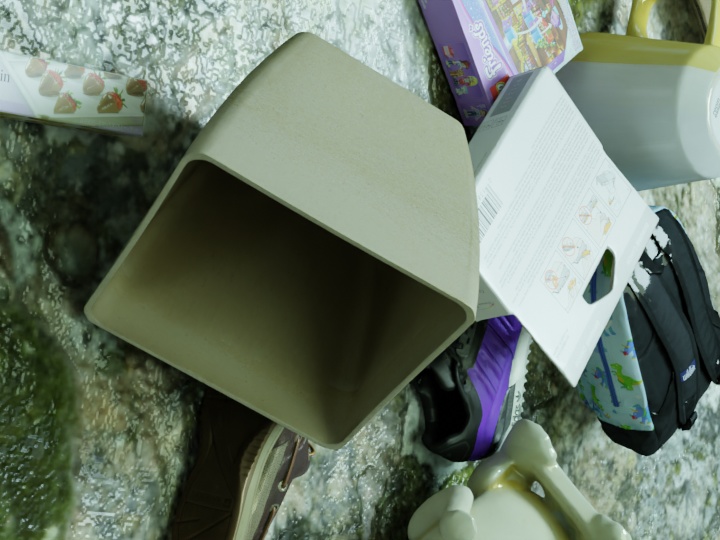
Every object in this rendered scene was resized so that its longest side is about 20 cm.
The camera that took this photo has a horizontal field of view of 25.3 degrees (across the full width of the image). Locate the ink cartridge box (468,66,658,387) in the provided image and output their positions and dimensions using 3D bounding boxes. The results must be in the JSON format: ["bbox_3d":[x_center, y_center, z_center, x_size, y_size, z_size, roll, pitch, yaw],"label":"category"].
[{"bbox_3d":[0.144,-0.034,1.283,0.176,0.045,0.200,50,52,-23],"label":"ink cartridge box"}]

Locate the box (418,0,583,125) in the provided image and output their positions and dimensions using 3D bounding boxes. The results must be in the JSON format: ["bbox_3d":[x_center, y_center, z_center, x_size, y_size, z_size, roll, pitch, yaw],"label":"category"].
[{"bbox_3d":[0.106,-0.239,1.322,0.137,0.039,0.200,-42,121,-36],"label":"box"}]

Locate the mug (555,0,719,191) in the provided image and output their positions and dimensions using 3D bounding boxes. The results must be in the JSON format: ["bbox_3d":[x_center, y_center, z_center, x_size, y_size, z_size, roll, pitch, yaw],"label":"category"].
[{"bbox_3d":[0.260,-0.156,1.406,0.149,0.153,0.187,-19,106,-42],"label":"mug"}]

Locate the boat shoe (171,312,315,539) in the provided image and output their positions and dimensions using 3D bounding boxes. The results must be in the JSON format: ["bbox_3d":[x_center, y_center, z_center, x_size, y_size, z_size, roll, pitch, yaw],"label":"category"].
[{"bbox_3d":[-0.072,0.127,1.155,0.072,0.072,0.200,33,70,-54],"label":"boat shoe"}]

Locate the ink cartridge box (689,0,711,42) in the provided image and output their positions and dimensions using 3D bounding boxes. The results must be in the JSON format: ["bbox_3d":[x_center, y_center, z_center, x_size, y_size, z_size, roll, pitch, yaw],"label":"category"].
[{"bbox_3d":[0.423,-0.261,1.535,0.075,0.200,0.165,-95,160,-62],"label":"ink cartridge box"}]

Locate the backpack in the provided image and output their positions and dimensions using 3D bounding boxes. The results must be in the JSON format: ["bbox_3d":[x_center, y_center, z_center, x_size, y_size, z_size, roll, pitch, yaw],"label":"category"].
[{"bbox_3d":[0.241,0.033,1.422,0.163,0.154,0.200,-48,143,-28],"label":"backpack"}]

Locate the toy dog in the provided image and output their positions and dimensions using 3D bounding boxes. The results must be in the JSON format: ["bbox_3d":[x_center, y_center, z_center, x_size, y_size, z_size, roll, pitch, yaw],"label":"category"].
[{"bbox_3d":[0.078,0.235,1.265,0.200,0.194,0.140,-33,88,-29],"label":"toy dog"}]

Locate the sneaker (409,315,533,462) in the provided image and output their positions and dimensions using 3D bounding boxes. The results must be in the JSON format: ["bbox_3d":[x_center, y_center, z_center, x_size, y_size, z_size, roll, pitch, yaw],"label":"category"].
[{"bbox_3d":[0.085,0.060,1.302,0.099,0.069,0.201,1,91,-43],"label":"sneaker"}]

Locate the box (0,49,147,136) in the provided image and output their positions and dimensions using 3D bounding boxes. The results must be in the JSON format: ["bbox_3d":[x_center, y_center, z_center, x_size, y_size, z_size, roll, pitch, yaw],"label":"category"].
[{"bbox_3d":[-0.223,-0.116,0.998,0.200,0.041,0.039,6,88,-46],"label":"box"}]

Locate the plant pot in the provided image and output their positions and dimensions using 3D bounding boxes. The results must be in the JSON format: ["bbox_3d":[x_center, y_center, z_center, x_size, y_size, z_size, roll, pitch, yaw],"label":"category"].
[{"bbox_3d":[-0.034,-0.035,1.063,0.200,0.200,0.177,29,49,-11],"label":"plant pot"}]
